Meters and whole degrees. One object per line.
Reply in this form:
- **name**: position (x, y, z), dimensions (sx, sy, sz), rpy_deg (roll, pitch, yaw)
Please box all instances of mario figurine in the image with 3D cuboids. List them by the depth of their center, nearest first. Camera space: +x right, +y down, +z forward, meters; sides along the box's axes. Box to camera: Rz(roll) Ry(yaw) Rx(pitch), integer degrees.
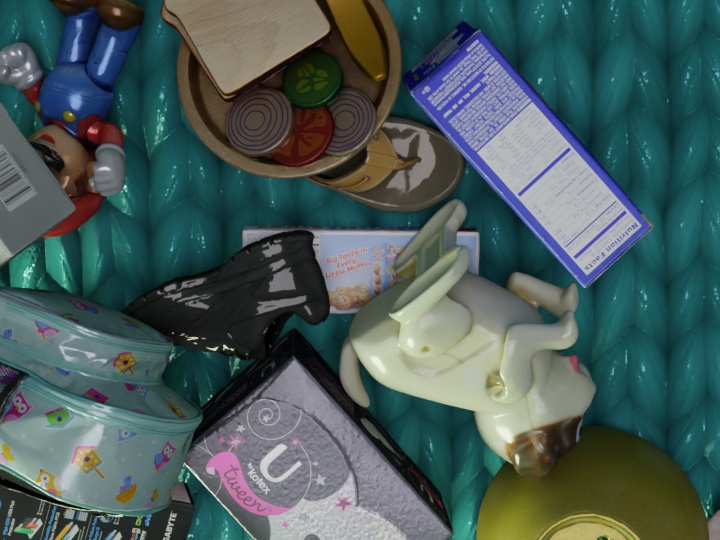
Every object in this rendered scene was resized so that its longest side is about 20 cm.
- **mario figurine**: position (-0.237, -0.125, 1.197), dimensions (0.106, 0.123, 0.201), rpy_deg (12, 94, -26)

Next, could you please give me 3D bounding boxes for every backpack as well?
- **backpack**: position (-0.220, 0.100, 1.147), dimensions (0.200, 0.176, 0.154), rpy_deg (30, 95, 20)

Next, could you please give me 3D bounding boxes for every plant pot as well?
- **plant pot**: position (0.188, 0.234, 1.233), dimensions (0.199, 0.142, 0.201), rpy_deg (0, 90, 9)

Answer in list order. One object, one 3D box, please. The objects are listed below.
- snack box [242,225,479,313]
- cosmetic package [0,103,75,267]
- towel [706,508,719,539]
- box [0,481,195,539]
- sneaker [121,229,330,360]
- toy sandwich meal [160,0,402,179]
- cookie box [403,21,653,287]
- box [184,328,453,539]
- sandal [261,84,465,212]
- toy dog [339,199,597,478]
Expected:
- **snack box**: position (0.000, 0.000, 1.271), dimensions (0.199, 0.024, 0.072), rpy_deg (1, 99, -2)
- **cosmetic package**: position (-0.328, -0.032, 1.177), dimensions (0.200, 0.090, 0.107), rpy_deg (-27, 103, 42)
- **towel**: position (0.348, 0.299, 1.274), dimensions (0.191, 0.032, 0.200), rpy_deg (-47, 66, 13)
- **box**: position (-0.259, 0.259, 1.260), dimensions (0.198, 0.050, 0.201), rpy_deg (13, 104, -18)
- **sneaker**: position (-0.116, 0.039, 1.229), dimensions (0.199, 0.076, 0.091), rpy_deg (-22, 92, 20)
- **toy sandwich meal**: position (-0.063, -0.174, 1.197), dimensions (0.204, 0.070, 0.206), rpy_deg (-1, 82, 7)
- **cookie box**: position (0.128, -0.097, 1.189), dimensions (0.075, 0.171, 0.200), rpy_deg (-42, 99, 8)
- **box**: position (-0.038, 0.172, 1.251), dimensions (0.132, 0.115, 0.200), rpy_deg (-40, 98, 4)
- **sandal**: position (-0.012, -0.100, 1.240), dimensions (0.199, 0.054, 0.081), rpy_deg (20, 98, -5)
- **toy dog**: position (0.100, 0.078, 1.212), dimensions (0.200, 0.140, 0.194), rpy_deg (40, 100, -13)
